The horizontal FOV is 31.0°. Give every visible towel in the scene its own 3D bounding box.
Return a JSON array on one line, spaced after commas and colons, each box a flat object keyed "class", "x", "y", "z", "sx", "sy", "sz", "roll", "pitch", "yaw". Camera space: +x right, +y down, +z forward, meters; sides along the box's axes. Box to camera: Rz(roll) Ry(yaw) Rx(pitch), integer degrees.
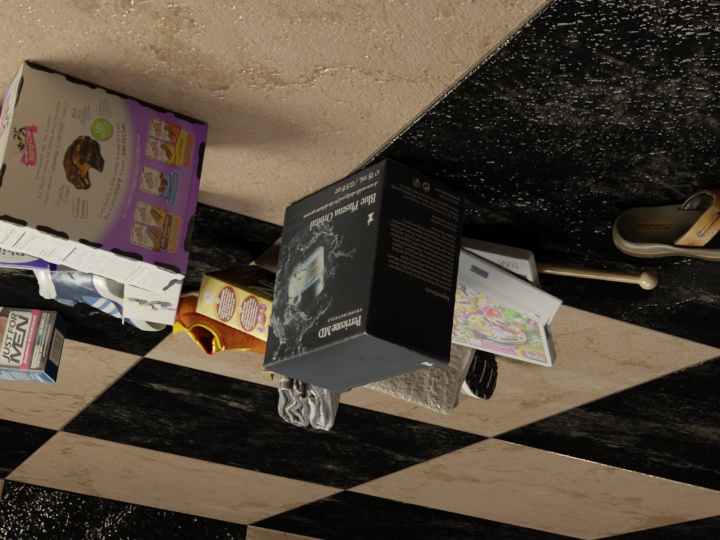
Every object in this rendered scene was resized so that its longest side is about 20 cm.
[{"class": "towel", "x": 0.069, "y": 0.109, "z": 1.737, "sx": 0.199, "sy": 0.134, "sz": 0.034, "roll": 20, "pitch": 178, "yaw": -32}, {"class": "towel", "x": -0.063, "y": 0.111, "z": 1.740, "sx": 0.085, "sy": 0.167, "sz": 0.200, "roll": 11, "pitch": 159, "yaw": 6}]

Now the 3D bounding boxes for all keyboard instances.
[{"class": "keyboard", "x": 0.136, "y": 0.004, "z": 1.495, "sx": 0.199, "sy": 0.011, "sz": 0.056, "roll": 27, "pitch": 144, "yaw": 7}]

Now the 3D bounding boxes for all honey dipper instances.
[{"class": "honey dipper", "x": 0.252, "y": 0.002, "z": 1.532, "sx": 0.198, "sy": 0.038, "sz": 0.038, "roll": 8, "pitch": 159, "yaw": 0}]

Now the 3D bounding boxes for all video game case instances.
[{"class": "video game case", "x": 0.153, "y": 0.035, "z": 1.549, "sx": 0.142, "sy": 0.018, "sz": 0.201, "roll": 13, "pitch": 145, "yaw": 28}]

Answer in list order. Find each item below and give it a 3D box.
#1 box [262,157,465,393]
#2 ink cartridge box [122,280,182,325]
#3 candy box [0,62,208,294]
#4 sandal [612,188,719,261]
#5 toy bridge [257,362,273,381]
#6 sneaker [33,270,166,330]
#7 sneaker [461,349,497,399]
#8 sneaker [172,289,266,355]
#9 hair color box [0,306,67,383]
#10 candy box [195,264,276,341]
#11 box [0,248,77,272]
[{"class": "box", "x": 0.003, "y": 0.011, "z": 1.412, "sx": 0.117, "sy": 0.202, "sz": 0.196, "roll": 21, "pitch": 154, "yaw": -32}, {"class": "ink cartridge box", "x": -0.242, "y": -0.010, "z": 1.550, "sx": 0.067, "sy": 0.116, "sz": 0.200, "roll": 10, "pitch": 159, "yaw": -8}, {"class": "candy box", "x": -0.263, "y": -0.089, "z": 1.281, "sx": 0.199, "sy": 0.169, "sz": 0.071, "roll": 18, "pitch": 155, "yaw": -25}, {"class": "sandal", "x": 0.352, "y": -0.056, "z": 1.335, "sx": 0.198, "sy": 0.082, "sz": 0.055, "roll": 1, "pitch": 138, "yaw": 32}, {"class": "toy bridge", "x": -0.066, "y": 0.161, "z": 2.053, "sx": 0.198, "sy": 0.027, "sz": 0.067, "roll": 5, "pitch": 156, "yaw": 5}, {"class": "sneaker", "x": -0.351, "y": 0.018, "z": 1.723, "sx": 0.145, "sy": 0.081, "sz": 0.200, "roll": 7, "pitch": 164, "yaw": 22}, {"class": "sneaker", "x": 0.123, "y": 0.128, "z": 1.867, "sx": 0.199, "sy": 0.075, "sz": 0.079, "roll": 30, "pitch": 159, "yaw": -34}, {"class": "sneaker", "x": -0.196, "y": 0.092, "z": 1.852, "sx": 0.073, "sy": 0.078, "sz": 0.199, "roll": -15, "pitch": 151, "yaw": 41}, {"class": "hair color box", "x": -0.556, "y": 0.109, "z": 1.971, "sx": 0.198, "sy": 0.101, "sz": 0.061, "roll": 3, "pitch": 158, "yaw": 8}, {"class": "candy box", "x": -0.089, "y": 0.052, "z": 1.597, "sx": 0.199, "sy": 0.057, "sz": 0.116, "roll": 19, "pitch": -165, "yaw": 25}, {"class": "box", "x": -0.387, "y": -0.058, "z": 1.404, "sx": 0.182, "sy": 0.106, "sz": 0.200, "roll": 5, "pitch": -179, "yaw": 5}]
